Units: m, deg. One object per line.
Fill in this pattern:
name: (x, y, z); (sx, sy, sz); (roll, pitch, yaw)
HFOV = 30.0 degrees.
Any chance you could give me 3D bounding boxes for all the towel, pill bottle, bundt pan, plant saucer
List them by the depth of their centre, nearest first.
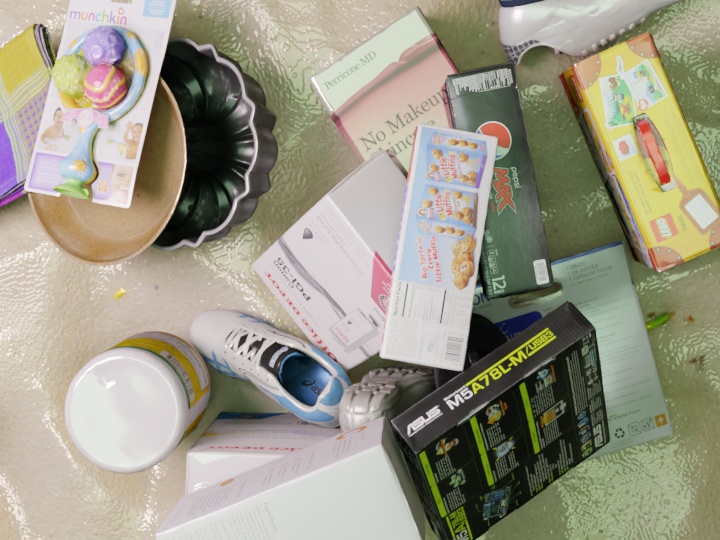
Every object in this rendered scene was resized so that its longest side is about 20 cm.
plant saucer: (-0.235, -0.105, 1.279); (0.198, 0.035, 0.203); (0, 89, 30)
pill bottle: (-0.204, 0.118, 1.282); (0.111, 0.200, 0.114); (0, 95, 3)
bundt pan: (-0.160, -0.119, 1.299); (0.200, 0.076, 0.205); (-1, 89, 31)
towel: (-0.358, -0.139, 1.318); (0.199, 0.023, 0.145); (-25, 78, 27)

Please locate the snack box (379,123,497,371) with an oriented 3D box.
snack box: (0.067, -0.020, 1.145); (0.071, 0.024, 0.203); (9, 86, -4)

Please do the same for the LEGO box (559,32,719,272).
LEGO box: (0.265, -0.110, 1.262); (0.076, 0.149, 0.202); (-23, 92, 5)

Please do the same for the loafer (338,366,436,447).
loafer: (0.027, 0.134, 1.273); (0.069, 0.200, 0.071); (3, 98, 21)

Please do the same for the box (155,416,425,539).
box: (-0.053, 0.211, 1.118); (0.198, 0.124, 0.098); (-22, 93, 4)

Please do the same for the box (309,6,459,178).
box: (0.057, -0.132, 1.293); (0.127, 0.109, 0.201); (-33, 92, 5)

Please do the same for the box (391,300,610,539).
box: (0.132, 0.145, 1.204); (0.192, 0.201, 0.048); (-32, 52, -9)

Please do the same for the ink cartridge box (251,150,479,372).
ink cartridge box: (0.000, 0.000, 1.256); (0.083, 0.200, 0.147); (-39, 91, -31)

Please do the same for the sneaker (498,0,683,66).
sneaker: (0.231, -0.252, 1.300); (0.197, 0.076, 0.081); (-8, 105, 9)

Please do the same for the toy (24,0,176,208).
toy: (-0.246, -0.166, 1.228); (0.114, 0.047, 0.203); (10, 86, 20)

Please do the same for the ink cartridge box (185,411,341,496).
ink cartridge box: (-0.080, 0.224, 1.283); (0.145, 0.200, 0.147); (1, 94, 4)

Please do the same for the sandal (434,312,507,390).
sandal: (0.107, 0.142, 1.276); (0.075, 0.043, 0.203); (3, 97, -15)

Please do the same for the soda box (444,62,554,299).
soda box: (0.123, -0.079, 1.203); (0.063, 0.071, 0.203); (-10, 93, 3)

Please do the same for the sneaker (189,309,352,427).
sneaker: (-0.088, 0.084, 1.311); (0.199, 0.073, 0.072); (27, 67, 27)

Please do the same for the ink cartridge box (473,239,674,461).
ink cartridge box: (0.189, 0.092, 1.323); (0.195, 0.047, 0.202); (-16, 94, -1)
